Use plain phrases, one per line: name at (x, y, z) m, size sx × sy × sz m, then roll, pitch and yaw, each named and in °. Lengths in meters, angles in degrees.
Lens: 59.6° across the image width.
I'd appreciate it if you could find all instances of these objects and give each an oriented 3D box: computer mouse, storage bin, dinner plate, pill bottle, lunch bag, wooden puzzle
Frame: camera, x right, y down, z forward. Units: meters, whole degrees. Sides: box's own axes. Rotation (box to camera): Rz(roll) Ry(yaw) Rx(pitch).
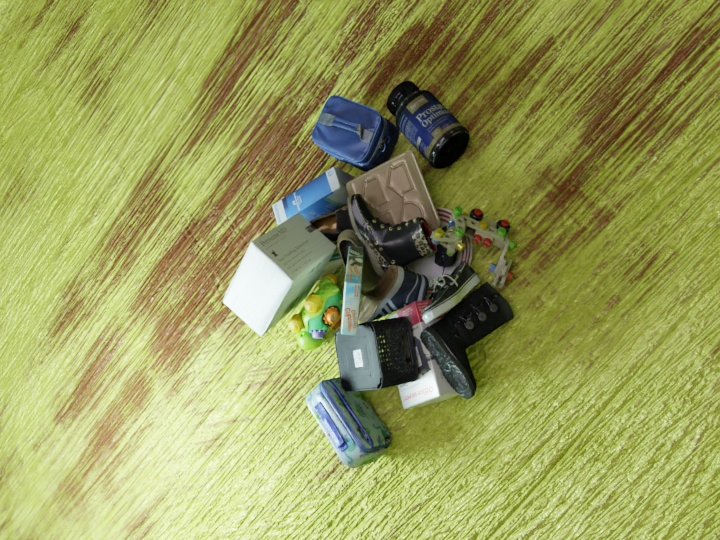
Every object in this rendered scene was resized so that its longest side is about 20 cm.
computer mouse at (0.177, -0.001, 1.387) m, size 0.058 × 0.034 × 0.205 m, roll 10°, pitch 89°, yaw 30°
storage bin at (0.029, 0.183, 1.362) m, size 0.199 × 0.092 × 0.139 m, roll -24°, pitch 73°, yaw 62°
dinner plate at (0.165, -0.042, 1.433) m, size 0.196 × 0.024 × 0.205 m, roll -5°, pitch 80°, yaw 29°
pill bottle at (0.148, -0.336, 1.432) m, size 0.112 × 0.111 × 0.201 m, roll -46°, pitch 64°, yaw 16°
lunch bag at (-0.011, -0.325, 1.511) m, size 0.198 × 0.132 × 0.138 m, roll 27°, pitch 96°, yaw 30°
wooden puzzle at (0.077, -0.152, 1.446) m, size 0.197 × 0.046 × 0.189 m, roll -24°, pitch 85°, yaw 30°
lunch bag at (-0.026, 0.338, 1.411) m, size 0.083 × 0.160 × 0.201 m, roll -45°, pitch 63°, yaw 16°

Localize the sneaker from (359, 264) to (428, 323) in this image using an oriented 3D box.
sneaker at (0.077, 0.068, 1.414) m, size 0.201 × 0.106 × 0.071 m, roll -52°, pitch 35°, yaw 44°

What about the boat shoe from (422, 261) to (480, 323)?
boat shoe at (0.179, 0.039, 1.300) m, size 0.069 × 0.198 × 0.073 m, roll 53°, pitch 141°, yaw 2°

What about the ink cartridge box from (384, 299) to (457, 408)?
ink cartridge box at (0.135, 0.181, 1.353) m, size 0.144 × 0.083 × 0.204 m, roll -37°, pitch 63°, yaw 54°

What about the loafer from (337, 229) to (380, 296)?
loafer at (0.000, 0.000, 1.473) m, size 0.075 × 0.068 × 0.202 m, roll -34°, pitch 88°, yaw 21°

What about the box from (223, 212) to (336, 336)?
box at (-0.187, 0.007, 1.458) m, size 0.130 × 0.199 × 0.201 m, roll 39°, pitch 126°, yaw 7°

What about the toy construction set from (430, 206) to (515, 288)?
toy construction set at (0.248, -0.059, 1.321) m, size 0.198 × 0.132 × 0.092 m, roll 33°, pitch 139°, yaw -4°

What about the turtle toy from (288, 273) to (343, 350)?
turtle toy at (-0.101, 0.111, 1.511) m, size 0.101 × 0.146 × 0.201 m, roll 38°, pitch 123°, yaw -3°

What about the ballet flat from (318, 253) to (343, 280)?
ballet flat at (-0.113, -0.005, 1.572) m, size 0.196 × 0.069 × 0.071 m, roll -2°, pitch 82°, yaw 31°

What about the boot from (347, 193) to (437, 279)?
boot at (0.069, -0.098, 1.391) m, size 0.152 × 0.073 × 0.207 m, roll -24°, pitch 93°, yaw 30°

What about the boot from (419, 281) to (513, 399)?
boot at (0.240, 0.140, 1.290) m, size 0.167 × 0.198 × 0.066 m, roll 56°, pitch 150°, yaw 5°

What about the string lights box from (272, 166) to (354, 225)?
string lights box at (-0.111, -0.173, 1.564) m, size 0.197 × 0.102 × 0.060 m, roll -27°, pitch 71°, yaw 24°

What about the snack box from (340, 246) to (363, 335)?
snack box at (-0.016, 0.039, 1.347) m, size 0.036 × 0.201 × 0.119 m, roll 5°, pitch 113°, yaw 0°

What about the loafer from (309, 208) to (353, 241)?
loafer at (-0.040, -0.115, 1.533) m, size 0.197 × 0.072 × 0.074 m, roll -18°, pitch 73°, yaw 26°
